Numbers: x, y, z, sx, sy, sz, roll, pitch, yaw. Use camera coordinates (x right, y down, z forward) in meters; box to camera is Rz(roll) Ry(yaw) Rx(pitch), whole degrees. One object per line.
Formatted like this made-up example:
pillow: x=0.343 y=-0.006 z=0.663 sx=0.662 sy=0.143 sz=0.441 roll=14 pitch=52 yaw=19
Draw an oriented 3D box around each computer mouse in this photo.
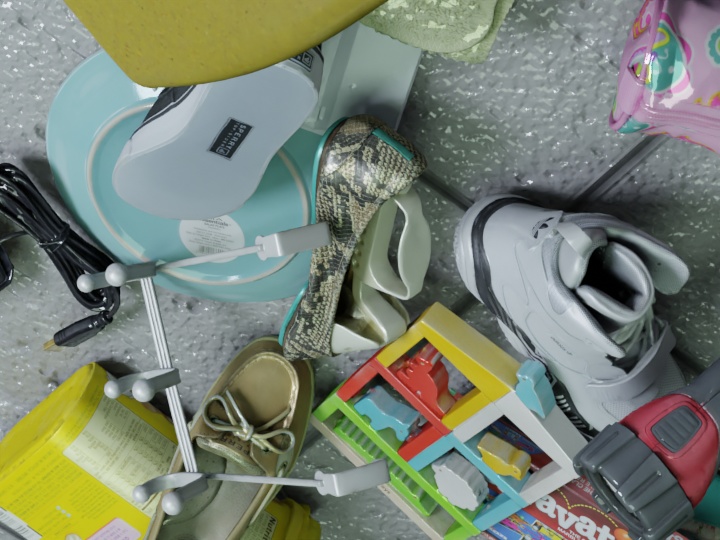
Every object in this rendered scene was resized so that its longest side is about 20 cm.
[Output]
computer mouse: x=-0.246 y=0.007 z=1.054 sx=0.200 sy=0.046 sz=0.140 roll=-27 pitch=122 yaw=28

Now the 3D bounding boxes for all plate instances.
plate: x=-0.094 y=-0.050 z=0.970 sx=0.200 sy=0.026 sz=0.200 roll=7 pitch=131 yaw=8

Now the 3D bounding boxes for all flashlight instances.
flashlight: x=0.209 y=0.064 z=0.888 sx=0.200 sy=0.068 sz=0.068 roll=-38 pitch=111 yaw=-10

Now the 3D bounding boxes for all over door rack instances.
over door rack: x=-0.086 y=0.059 z=0.931 sx=0.200 sy=0.067 sz=0.148 roll=-10 pitch=95 yaw=47

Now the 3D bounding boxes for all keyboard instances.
keyboard: x=0.014 y=-0.146 z=0.859 sx=0.056 sy=0.011 sz=0.200 roll=15 pitch=129 yaw=-5

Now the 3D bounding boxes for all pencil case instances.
pencil case: x=0.227 y=-0.080 z=0.814 sx=0.200 sy=0.087 sz=0.088 roll=18 pitch=133 yaw=1

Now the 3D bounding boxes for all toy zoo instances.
toy zoo: x=0.057 y=0.095 z=1.001 sx=0.131 sy=0.020 sz=0.200 roll=43 pitch=144 yaw=-1

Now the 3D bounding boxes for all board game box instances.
board game box: x=0.127 y=0.161 z=1.035 sx=0.200 sy=0.019 sz=0.103 roll=32 pitch=142 yaw=20

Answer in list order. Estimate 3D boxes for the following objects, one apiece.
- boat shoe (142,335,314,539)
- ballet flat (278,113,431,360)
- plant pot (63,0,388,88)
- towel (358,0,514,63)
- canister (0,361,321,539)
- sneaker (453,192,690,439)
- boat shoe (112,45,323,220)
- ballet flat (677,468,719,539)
boat shoe: x=-0.090 y=0.136 z=1.039 sx=0.073 sy=0.063 sz=0.201 roll=32 pitch=91 yaw=-2
ballet flat: x=0.000 y=0.000 z=0.934 sx=0.075 sy=0.068 sz=0.200 roll=32 pitch=139 yaw=16
plant pot: x=-0.045 y=-0.189 z=0.680 sx=0.200 sy=0.194 sz=0.196 roll=-35 pitch=100 yaw=28
towel: x=-0.007 y=-0.191 z=0.800 sx=0.200 sy=0.037 sz=0.149 roll=22 pitch=128 yaw=5
canister: x=-0.149 y=0.167 z=1.134 sx=0.200 sy=0.087 sz=0.148 roll=39 pitch=129 yaw=-17
sneaker: x=0.143 y=0.038 z=0.915 sx=0.200 sy=0.075 sz=0.115 roll=48 pitch=164 yaw=-20
boat shoe: x=-0.075 y=-0.090 z=0.872 sx=0.074 sy=0.068 sz=0.199 roll=20 pitch=150 yaw=-15
ballet flat: x=0.229 y=0.163 z=1.048 sx=0.200 sy=0.076 sz=0.064 roll=34 pitch=162 yaw=-8
